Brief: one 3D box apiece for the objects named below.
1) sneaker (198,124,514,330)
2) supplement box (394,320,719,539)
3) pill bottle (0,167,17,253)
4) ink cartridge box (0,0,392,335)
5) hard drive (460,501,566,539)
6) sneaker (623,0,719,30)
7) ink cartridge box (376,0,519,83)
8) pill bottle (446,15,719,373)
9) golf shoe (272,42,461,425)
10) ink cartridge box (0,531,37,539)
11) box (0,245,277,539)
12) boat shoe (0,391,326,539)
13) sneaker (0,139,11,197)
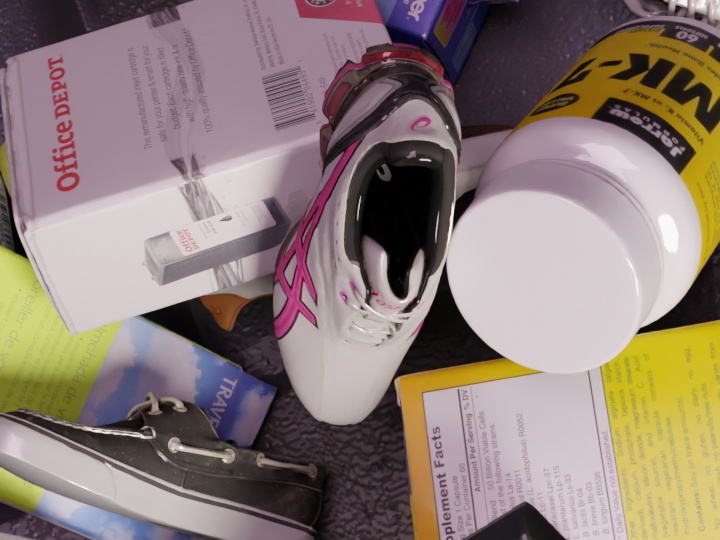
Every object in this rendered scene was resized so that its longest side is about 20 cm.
[{"bbox_3d":[0.001,-0.022,0.995,0.199,0.073,0.085,-18,101,4],"label":"sneaker"},{"bbox_3d":[0.129,0.101,0.883,0.199,0.110,0.109,-10,68,11],"label":"supplement box"},{"bbox_3d":[-0.242,0.033,1.016,0.106,0.106,0.201,-16,71,11],"label":"pill bottle"},{"bbox_3d":[-0.075,-0.067,0.914,0.199,0.085,0.146,-16,43,-1],"label":"ink cartridge box"},{"bbox_3d":[0.044,0.208,0.847,0.200,0.140,0.033,-35,22,23],"label":"hard drive"},{"bbox_3d":[0.181,-0.150,0.948,0.200,0.073,0.071,36,61,10],"label":"sneaker"},{"bbox_3d":[0.013,-0.196,1.028,0.199,0.076,0.137,21,81,19],"label":"ink cartridge box"},{"bbox_3d":[0.125,-0.039,0.874,0.114,0.115,0.200,14,34,22],"label":"pill bottle"},{"bbox_3d":[0.000,0.000,0.827,0.072,0.201,0.092,4,34,-9],"label":"golf shoe"},{"bbox_3d":[-0.203,0.213,0.822,0.200,0.145,0.084,-38,71,3],"label":"ink cartridge box"},{"bbox_3d":[-0.154,0.074,0.957,0.048,0.200,0.122,11,75,58],"label":"box"},{"bbox_3d":[-0.105,0.099,0.927,0.071,0.200,0.064,-2,69,54],"label":"boat shoe"},{"bbox_3d":[-0.107,-0.067,1.035,0.199,0.074,0.084,-14,97,8],"label":"sneaker"}]
